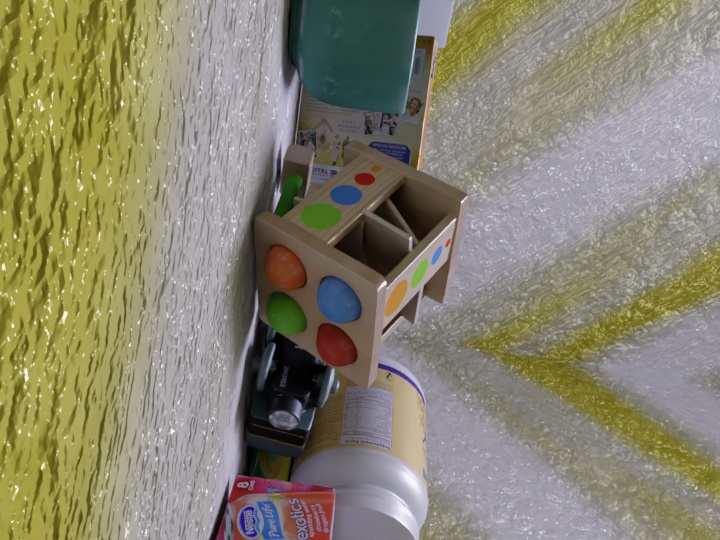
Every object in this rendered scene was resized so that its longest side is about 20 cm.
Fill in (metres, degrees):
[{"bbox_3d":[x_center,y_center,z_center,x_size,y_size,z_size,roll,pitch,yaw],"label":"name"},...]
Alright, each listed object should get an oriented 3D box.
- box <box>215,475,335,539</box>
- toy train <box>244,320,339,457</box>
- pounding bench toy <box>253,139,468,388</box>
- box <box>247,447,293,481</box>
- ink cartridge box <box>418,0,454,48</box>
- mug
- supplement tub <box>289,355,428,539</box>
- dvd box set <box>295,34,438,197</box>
[{"bbox_3d":[-0.080,0.294,0.605,0.100,0.094,0.203,-82,180,-67],"label":"box"},{"bbox_3d":[-0.065,0.085,0.698,0.202,0.084,0.115,-82,-170,-47],"label":"toy train"},{"bbox_3d":[-0.035,-0.021,0.618,0.156,0.199,0.125,-42,151,-37],"label":"pounding bench toy"},{"bbox_3d":[-0.096,0.212,0.788,0.201,0.048,0.119,95,1,-54],"label":"box"},{"bbox_3d":[0.038,-0.382,0.814,0.201,0.142,0.147,99,-14,-60],"label":"ink cartridge box"},{"bbox_3d":[-0.004,-0.240,0.666,0.186,0.113,0.154,-84,-179,-56],"label":"mug"},{"bbox_3d":[0.000,0.204,0.739,0.201,0.143,0.147,-84,-179,-54],"label":"supplement tub"},{"bbox_3d":[0.001,-0.157,0.763,0.029,0.144,0.203,-19,116,-75],"label":"dvd box set"}]
